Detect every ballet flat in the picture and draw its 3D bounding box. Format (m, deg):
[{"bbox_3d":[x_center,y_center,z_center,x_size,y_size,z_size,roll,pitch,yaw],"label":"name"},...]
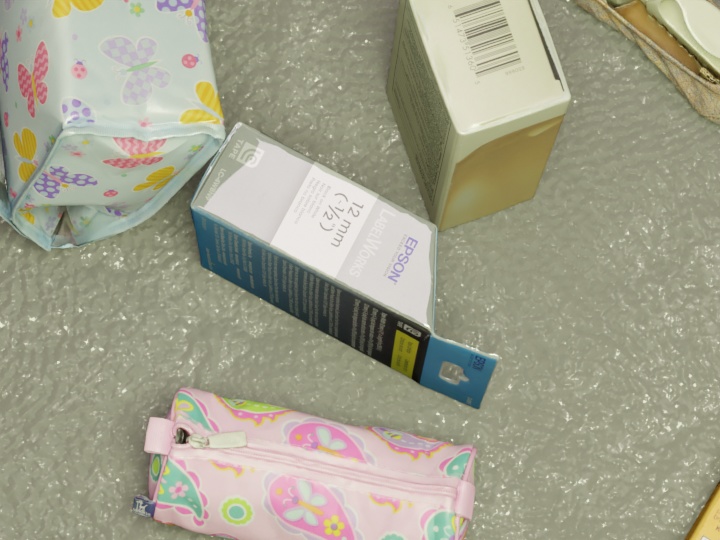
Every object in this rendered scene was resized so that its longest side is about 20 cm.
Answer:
[{"bbox_3d":[0.186,-0.176,1.612,0.200,0.067,0.068,42,79,9],"label":"ballet flat"}]

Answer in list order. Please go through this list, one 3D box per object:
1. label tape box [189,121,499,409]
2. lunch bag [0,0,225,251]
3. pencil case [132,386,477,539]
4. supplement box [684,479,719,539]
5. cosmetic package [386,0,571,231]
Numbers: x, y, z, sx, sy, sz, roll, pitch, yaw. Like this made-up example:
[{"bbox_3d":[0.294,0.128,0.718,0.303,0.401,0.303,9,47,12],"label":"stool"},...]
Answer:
[{"bbox_3d":[0.000,0.000,1.525,0.199,0.143,0.066,26,77,5],"label":"label tape box"},{"bbox_3d":[-0.170,-0.118,1.523,0.126,0.200,0.171,-1,73,-23],"label":"lunch bag"},{"bbox_3d":[-0.031,0.126,1.525,0.198,0.087,0.088,12,76,1],"label":"pencil case"},{"bbox_3d":[0.239,0.150,1.534,0.068,0.067,0.201,29,78,6],"label":"supplement box"},{"bbox_3d":[0.067,-0.106,1.524,0.071,0.200,0.106,-18,78,-7],"label":"cosmetic package"}]
